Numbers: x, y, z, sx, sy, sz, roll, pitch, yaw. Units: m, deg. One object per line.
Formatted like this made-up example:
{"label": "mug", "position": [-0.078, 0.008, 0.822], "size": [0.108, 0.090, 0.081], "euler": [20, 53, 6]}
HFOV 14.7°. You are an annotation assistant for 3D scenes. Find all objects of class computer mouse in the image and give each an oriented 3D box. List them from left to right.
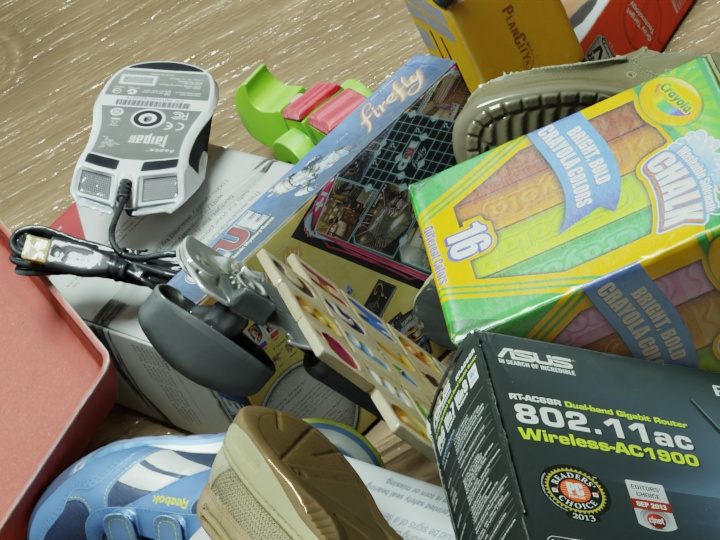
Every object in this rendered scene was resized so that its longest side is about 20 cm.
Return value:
{"label": "computer mouse", "position": [-0.121, -0.048, 1.546], "size": [0.109, 0.044, 0.200], "euler": [4, 37, 10]}

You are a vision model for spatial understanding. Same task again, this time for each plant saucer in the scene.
{"label": "plant saucer", "position": [-0.217, 0.086, 1.528], "size": [0.201, 0.037, 0.200], "euler": [-56, 40, 9]}

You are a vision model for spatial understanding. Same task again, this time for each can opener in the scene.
{"label": "can opener", "position": [-0.023, 0.049, 1.383], "size": [0.067, 0.200, 0.053], "euler": [-49, 30, 13]}

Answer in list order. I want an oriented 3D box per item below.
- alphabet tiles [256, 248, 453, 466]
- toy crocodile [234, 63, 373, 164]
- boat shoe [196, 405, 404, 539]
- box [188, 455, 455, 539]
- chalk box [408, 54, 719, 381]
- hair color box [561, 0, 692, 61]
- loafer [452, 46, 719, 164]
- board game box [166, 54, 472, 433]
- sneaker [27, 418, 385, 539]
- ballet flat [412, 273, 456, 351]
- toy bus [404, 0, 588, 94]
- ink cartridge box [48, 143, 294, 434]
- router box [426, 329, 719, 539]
{"label": "alphabet tiles", "position": [0.036, 0.064, 1.306], "size": [0.006, 0.200, 0.167], "euler": [-48, 31, 10]}
{"label": "toy crocodile", "position": [-0.002, -0.078, 1.641], "size": [0.067, 0.062, 0.200], "euler": [-40, 34, -17]}
{"label": "boat shoe", "position": [-0.010, 0.140, 1.172], "size": [0.065, 0.071, 0.200], "euler": [-57, 39, 18]}
{"label": "box", "position": [-0.014, 0.194, 1.244], "size": [0.183, 0.105, 0.200], "euler": [14, 51, 45]}
{"label": "chalk box", "position": [0.142, -0.002, 1.265], "size": [0.199, 0.124, 0.125], "euler": [-25, 36, 6]}
{"label": "hair color box", "position": [0.142, -0.173, 1.665], "size": [0.101, 0.061, 0.200], "euler": [3, 45, 38]}
{"label": "loafer", "position": [0.139, -0.078, 1.486], "size": [0.199, 0.076, 0.067], "euler": [-2, 25, -17]}
{"label": "board game box", "position": [0.000, 0.000, 1.469], "size": [0.200, 0.136, 0.035], "euler": [-43, 36, -22]}
{"label": "sneaker", "position": [-0.086, 0.131, 1.414], "size": [0.199, 0.074, 0.082], "euler": [-14, 38, 23]}
{"label": "ballet flat", "position": [0.124, -0.002, 1.460], "size": [0.199, 0.067, 0.057], "euler": [-18, 12, 9]}
{"label": "toy bus", "position": [0.076, -0.127, 1.523], "size": [0.065, 0.201, 0.078], "euler": [-35, 34, -10]}
{"label": "ink cartridge box", "position": [-0.089, 0.009, 1.570], "size": [0.147, 0.083, 0.200], "euler": [-45, 36, -23]}
{"label": "router box", "position": [0.138, 0.108, 1.173], "size": [0.199, 0.062, 0.150], "euler": [11, 35, -18]}
